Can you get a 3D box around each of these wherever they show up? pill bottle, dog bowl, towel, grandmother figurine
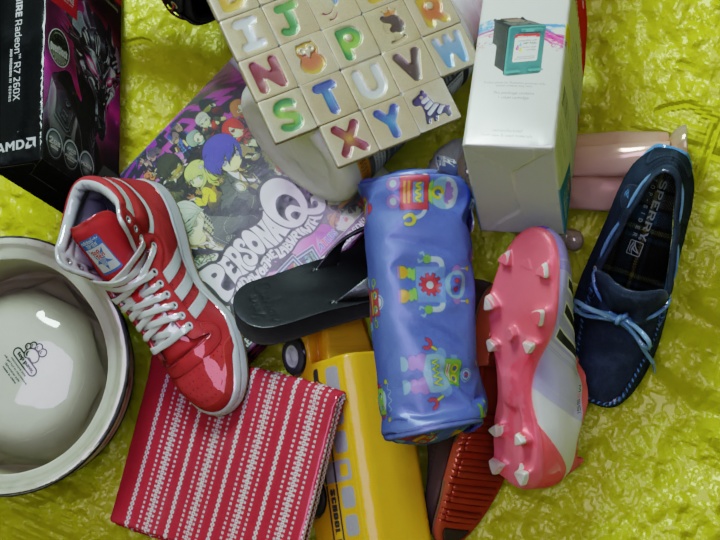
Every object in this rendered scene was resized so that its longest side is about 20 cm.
[{"bbox_3d":[0.014,-0.156,1.381,0.116,0.117,0.200,40,71,14],"label":"pill bottle"},{"bbox_3d":[-0.266,0.078,1.444,0.198,0.074,0.202,-2,81,11],"label":"dog bowl"},{"bbox_3d":[-0.103,0.142,1.386,0.199,0.022,0.146,10,84,39],"label":"towel"},{"bbox_3d":[0.148,-0.078,1.394,0.198,0.061,0.122,-2,73,8],"label":"grandmother figurine"}]

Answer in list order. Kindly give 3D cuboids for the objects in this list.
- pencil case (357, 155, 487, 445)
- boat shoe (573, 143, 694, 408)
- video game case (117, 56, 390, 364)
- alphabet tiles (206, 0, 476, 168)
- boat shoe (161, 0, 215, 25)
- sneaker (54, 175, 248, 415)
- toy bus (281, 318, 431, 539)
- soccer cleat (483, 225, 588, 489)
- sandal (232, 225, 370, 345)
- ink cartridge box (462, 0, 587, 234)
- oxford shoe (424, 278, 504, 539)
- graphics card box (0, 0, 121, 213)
[{"bbox_3d":[0.047,0.023,1.317,0.086,0.078,0.202,-3,83,-14],"label":"pencil case"},{"bbox_3d":[0.190,0.007,1.342,0.083,0.069,0.202,10,105,8],"label":"boat shoe"},{"bbox_3d":[-0.090,-0.052,1.447,0.200,0.036,0.181,-45,75,2],"label":"video game case"},{"bbox_3d":[-0.014,-0.178,1.319,0.165,0.006,0.201,-22,77,-14],"label":"alphabet tiles"},{"bbox_3d":[-0.129,-0.221,1.393,0.200,0.074,0.064,4,84,26],"label":"boat shoe"},{"bbox_3d":[-0.159,0.017,1.366,0.071,0.112,0.201,-33,71,20],"label":"sneaker"},{"bbox_3d":[-0.002,0.125,1.372,0.078,0.065,0.202,-20,75,51],"label":"toy bus"},{"bbox_3d":[0.134,0.062,1.337,0.066,0.076,0.202,17,112,46],"label":"soccer cleat"},{"bbox_3d":[0.000,0.001,1.372,0.199,0.043,0.076,-23,44,-22],"label":"sandal"},{"bbox_3d":[0.123,-0.141,1.336,0.067,0.116,0.201,2,60,12],"label":"ink cartridge box"},{"bbox_3d":[0.075,0.106,1.386,0.072,0.071,0.202,10,84,39],"label":"oxford shoe"},{"bbox_3d":[-0.235,-0.155,1.428,0.050,0.125,0.202,-7,71,19],"label":"graphics card box"}]
